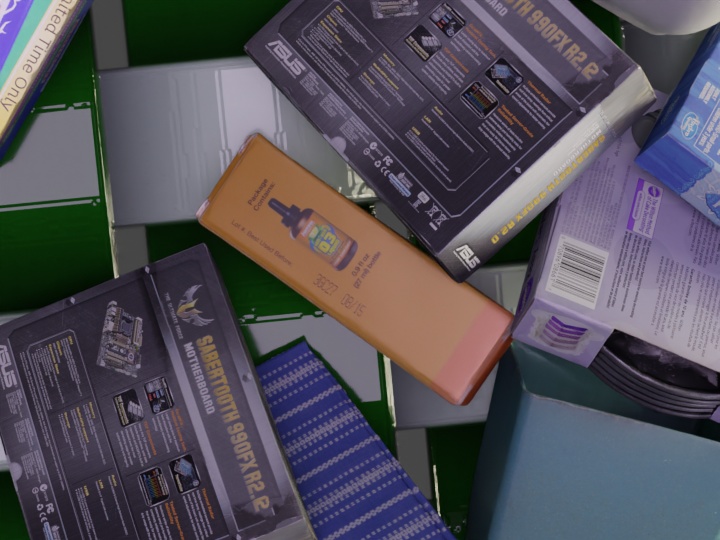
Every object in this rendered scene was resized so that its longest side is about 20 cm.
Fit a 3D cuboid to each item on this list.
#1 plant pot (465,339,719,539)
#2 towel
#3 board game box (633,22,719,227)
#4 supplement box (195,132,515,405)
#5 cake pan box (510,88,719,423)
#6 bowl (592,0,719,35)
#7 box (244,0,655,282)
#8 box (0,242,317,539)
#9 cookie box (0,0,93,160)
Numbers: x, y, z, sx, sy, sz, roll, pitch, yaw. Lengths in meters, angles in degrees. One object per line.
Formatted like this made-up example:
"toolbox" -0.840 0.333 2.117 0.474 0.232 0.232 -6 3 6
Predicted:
"plant pot" 0.135 0.167 1.256 0.140 0.141 0.201 14 101 -4
"towel" -0.039 0.149 1.234 0.144 0.024 0.200 -29 60 -14
"board game box" 0.289 -0.082 1.234 0.199 0.043 0.200 37 58 -6
"supplement box" 0.000 0.000 1.246 0.200 0.069 0.067 36 92 6
"cake pan box" 0.197 -0.008 1.228 0.183 0.052 0.201 20 54 -4
"bowl" 0.158 -0.219 1.198 0.199 0.200 0.075 33 130 10
"box" 0.049 -0.117 1.211 0.158 0.048 0.200 -43 62 0
"box" -0.131 0.101 1.227 0.158 0.048 0.201 -22 61 -2
"cookie box" -0.267 -0.182 1.232 0.199 0.075 0.172 30 92 -6
